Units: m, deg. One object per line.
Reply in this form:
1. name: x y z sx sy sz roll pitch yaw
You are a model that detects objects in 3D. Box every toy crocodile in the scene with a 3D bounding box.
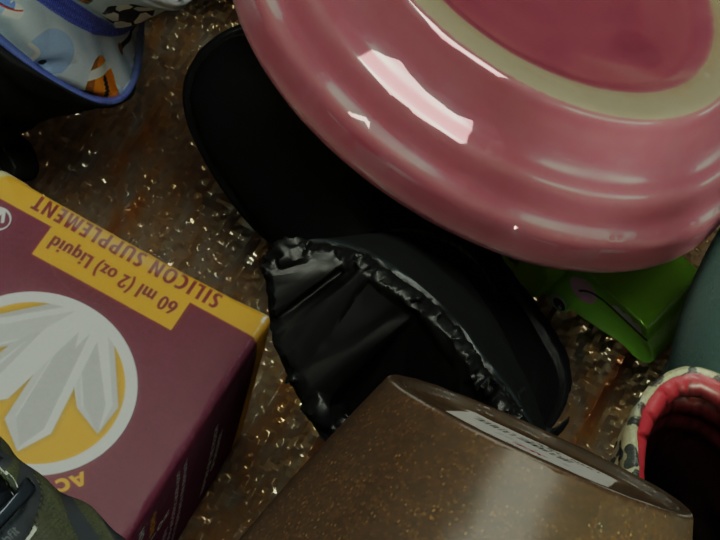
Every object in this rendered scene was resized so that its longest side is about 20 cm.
1. toy crocodile: 0.046 -0.040 0.897 0.200 0.062 0.068 40 60 8

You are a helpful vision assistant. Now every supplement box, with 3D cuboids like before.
1. supplement box: -0.126 0.083 0.768 0.110 0.086 0.201 27 58 7

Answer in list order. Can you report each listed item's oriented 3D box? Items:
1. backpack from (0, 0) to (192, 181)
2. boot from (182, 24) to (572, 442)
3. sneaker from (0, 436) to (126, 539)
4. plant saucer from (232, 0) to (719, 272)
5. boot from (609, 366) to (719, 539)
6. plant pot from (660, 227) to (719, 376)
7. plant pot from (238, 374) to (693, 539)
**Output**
1. backpack: -0.139 -0.162 0.823 0.153 0.200 0.192 -17 57 29
2. boot: -0.001 0.000 0.783 0.073 0.162 0.199 -39 88 13
3. sneaker: -0.142 0.053 0.683 0.199 0.081 0.074 32 59 12
4. plant saucer: 0.054 -0.091 0.807 0.199 0.051 0.202 19 42 -18
5. boot: 0.090 0.146 0.729 0.073 0.154 0.205 4 58 -8
6. plant pot: 0.205 0.009 0.800 0.198 0.135 0.201 4 29 -2
7. plant pot: 0.009 0.138 0.652 0.186 0.187 0.201 24 92 4
